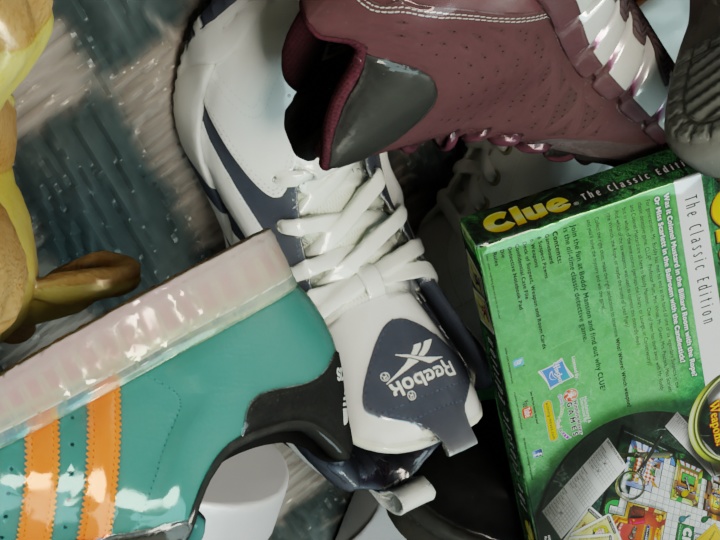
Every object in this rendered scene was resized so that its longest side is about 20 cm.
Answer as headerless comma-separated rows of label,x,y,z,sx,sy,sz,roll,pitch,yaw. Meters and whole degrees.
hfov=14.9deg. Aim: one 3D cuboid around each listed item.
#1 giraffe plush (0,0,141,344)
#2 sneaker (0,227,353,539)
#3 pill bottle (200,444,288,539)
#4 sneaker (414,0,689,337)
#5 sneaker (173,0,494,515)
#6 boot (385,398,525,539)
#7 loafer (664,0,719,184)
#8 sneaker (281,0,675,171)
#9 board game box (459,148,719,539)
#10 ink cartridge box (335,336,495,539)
giraffe plush,-0.144,-0.017,0.784,0.201,0.172,0.162,-66,160,8
sneaker,-0.091,0.068,0.789,0.199,0.080,0.071,-30,-178,-13
pill bottle,-0.096,0.145,0.978,0.112,0.112,0.201,0,120,-42
sneaker,0.063,-0.059,0.998,0.085,0.073,0.200,40,97,-25
sneaker,0.000,0.000,0.928,0.079,0.130,0.200,-19,134,-30
boot,0.115,0.024,0.986,0.210,0.080,0.159,-4,121,-15
loafer,0.148,-0.083,0.893,0.075,0.201,0.070,-24,119,39
sneaker,0.035,-0.063,0.884,0.115,0.076,0.200,-32,149,9
board game box,0.100,0.052,0.936,0.104,0.023,0.201,-17,124,-6
ink cartridge box,0.073,0.118,1.103,0.160,0.050,0.201,16,115,-12
